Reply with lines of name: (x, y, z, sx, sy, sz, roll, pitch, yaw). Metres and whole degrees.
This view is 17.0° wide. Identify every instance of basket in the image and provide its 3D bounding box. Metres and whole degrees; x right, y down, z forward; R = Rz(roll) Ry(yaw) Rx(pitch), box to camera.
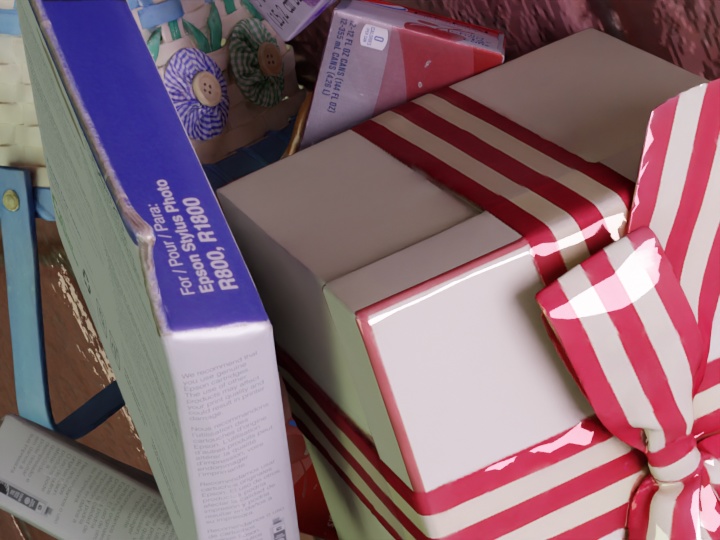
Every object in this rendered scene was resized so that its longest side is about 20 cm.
basket: (-0.103, -0.044, 1.058, 0.138, 0.176, 0.201, 9, 116, 27)

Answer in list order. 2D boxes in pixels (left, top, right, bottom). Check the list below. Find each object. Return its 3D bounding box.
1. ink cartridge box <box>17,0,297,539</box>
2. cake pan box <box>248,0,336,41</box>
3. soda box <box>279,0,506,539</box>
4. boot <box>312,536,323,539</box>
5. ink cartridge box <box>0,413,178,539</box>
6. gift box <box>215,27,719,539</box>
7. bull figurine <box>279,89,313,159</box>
ink cartridge box: (-0.074, -0.018, 0.824, 0.201, 0.040, 0.200, 84, 164, -50)
cake pan box: (-0.044, -0.186, 0.808, 0.184, 0.052, 0.200, 50, 157, -2)
soda box: (0.000, 0.000, 0.924, 0.063, 0.070, 0.201, -71, -4, -77)
boot: (0.019, 0.114, 1.092, 0.187, 0.064, 0.200, 49, 166, -2)
ink cartridge box: (-0.032, 0.133, 0.999, 0.199, 0.041, 0.199, 21, 173, 34)
gift box: (0.080, 0.021, 0.810, 0.185, 0.199, 0.187, 66, 170, -24)
bull figurine: (0.033, 0.011, 1.009, 0.201, 0.065, 0.121, 59, 157, -1)
